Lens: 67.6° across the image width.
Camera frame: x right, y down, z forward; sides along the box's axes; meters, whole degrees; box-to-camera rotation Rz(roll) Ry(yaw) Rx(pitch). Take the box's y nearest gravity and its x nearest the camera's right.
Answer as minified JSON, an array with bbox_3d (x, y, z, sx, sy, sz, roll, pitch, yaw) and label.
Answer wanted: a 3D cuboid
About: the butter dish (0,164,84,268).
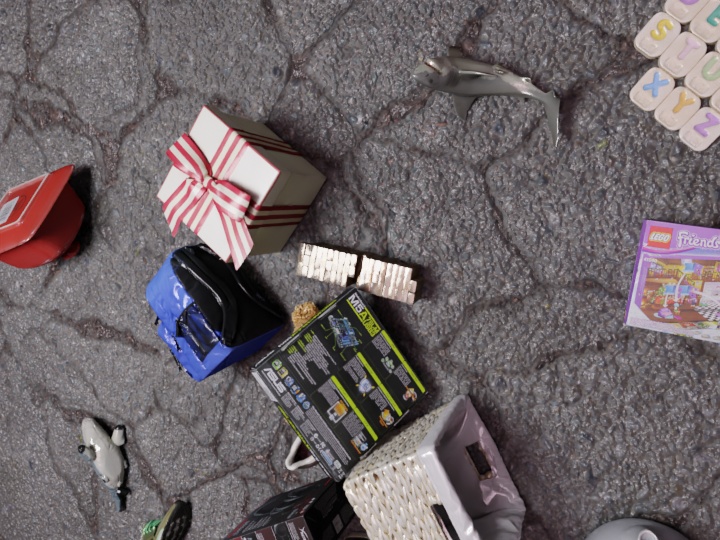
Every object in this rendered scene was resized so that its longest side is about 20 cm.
[{"bbox_3d":[-0.614,-0.078,1.044,0.196,0.148,0.203,-13,49,22],"label":"butter dish"}]

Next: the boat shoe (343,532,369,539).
[{"bbox_3d":[0.051,0.467,0.868,0.197,0.059,0.073,-8,92,23],"label":"boat shoe"}]

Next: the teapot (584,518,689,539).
[{"bbox_3d":[0.370,0.440,0.690,0.200,0.146,0.198,42,109,12],"label":"teapot"}]

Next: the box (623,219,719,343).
[{"bbox_3d":[0.448,0.019,0.669,0.197,0.039,0.139,11,100,21],"label":"box"}]

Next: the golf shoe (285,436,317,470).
[{"bbox_3d":[-0.045,0.252,0.871,0.077,0.088,0.201,41,107,15],"label":"golf shoe"}]

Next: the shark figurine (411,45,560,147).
[{"bbox_3d":[0.175,-0.242,0.748,0.211,0.129,0.090,16,128,2],"label":"shark figurine"}]

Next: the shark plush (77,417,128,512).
[{"bbox_3d":[-0.516,0.397,1.111,0.082,0.091,0.203,-5,115,41],"label":"shark plush"}]

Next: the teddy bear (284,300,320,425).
[{"bbox_3d":[-0.073,0.142,0.841,0.143,0.067,0.202,22,69,7],"label":"teddy bear"}]

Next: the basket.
[{"bbox_3d":[0.110,0.319,0.755,0.160,0.199,0.200,-30,85,24],"label":"basket"}]

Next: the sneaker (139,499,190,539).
[{"bbox_3d":[-0.406,0.522,1.059,0.088,0.077,0.202,35,105,24],"label":"sneaker"}]

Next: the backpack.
[{"bbox_3d":[-0.263,0.067,0.899,0.167,0.162,0.201,-41,81,24],"label":"backpack"}]

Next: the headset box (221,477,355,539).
[{"bbox_3d":[-0.123,0.426,0.888,0.198,0.148,0.078,-26,85,23],"label":"headset box"}]

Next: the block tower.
[{"bbox_3d":[0.000,0.000,0.842,0.197,0.058,0.055,14,101,18],"label":"block tower"}]

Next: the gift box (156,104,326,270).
[{"bbox_3d":[-0.187,-0.115,0.835,0.183,0.186,0.202,36,106,15],"label":"gift box"}]

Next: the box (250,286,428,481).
[{"bbox_3d":[-0.026,0.161,0.786,0.201,0.193,0.047,54,155,-7],"label":"box"}]

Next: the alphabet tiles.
[{"bbox_3d":[0.443,-0.258,0.655,0.200,0.015,0.196,45,109,12],"label":"alphabet tiles"}]
